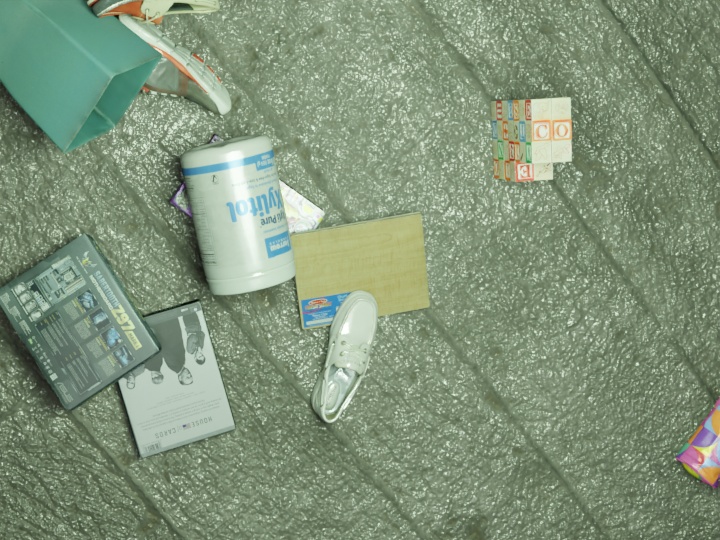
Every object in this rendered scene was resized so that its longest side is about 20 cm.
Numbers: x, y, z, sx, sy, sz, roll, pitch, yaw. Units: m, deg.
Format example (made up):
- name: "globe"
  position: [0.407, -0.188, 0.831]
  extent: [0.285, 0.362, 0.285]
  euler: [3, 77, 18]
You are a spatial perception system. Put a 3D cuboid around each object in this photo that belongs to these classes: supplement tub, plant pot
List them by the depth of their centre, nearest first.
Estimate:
- name: "plant pot"
  position: [-0.404, -0.290, 1.625]
  extent: [0.200, 0.141, 0.141]
  euler: [42, 118, 0]
- name: "supplement tub"
  position: [-0.169, -0.079, 1.686]
  extent: [0.130, 0.132, 0.202]
  euler: [-14, 101, -7]

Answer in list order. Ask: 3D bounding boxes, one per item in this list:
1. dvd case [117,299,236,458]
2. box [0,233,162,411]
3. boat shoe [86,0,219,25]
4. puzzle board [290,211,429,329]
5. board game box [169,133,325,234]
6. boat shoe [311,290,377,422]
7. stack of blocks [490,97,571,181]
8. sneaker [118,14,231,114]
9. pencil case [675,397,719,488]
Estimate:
- name: "dvd case"
  position: [-0.280, 0.159, 1.780]
  extent: [0.149, 0.025, 0.202]
  euler: [-16, 100, -7]
- name: "box"
  position: [-0.399, 0.073, 1.719]
  extent: [0.157, 0.051, 0.201]
  euler: [-34, 90, -3]
- name: "boat shoe"
  position: [-0.279, -0.369, 1.656]
  extent: [0.199, 0.071, 0.063]
  euler: [-24, 100, -39]
- name: "puzzle board"
  position: [0.000, 0.000, 1.793]
  extent: [0.197, 0.017, 0.152]
  euler: [-10, 113, -7]
- name: "board game box"
  position: [-0.163, -0.093, 1.765]
  extent: [0.199, 0.032, 0.121]
  euler: [34, 95, -12]
- name: "boat shoe"
  position: [-0.016, 0.131, 1.789]
  extent: [0.070, 0.069, 0.202]
  euler: [14, 99, -14]
- name: "stack of blocks"
  position: [0.242, -0.186, 1.728]
  extent: [0.058, 0.200, 0.117]
  euler: [-4, 97, -9]
- name: "sneaker"
  position: [-0.273, -0.276, 1.709]
  extent: [0.199, 0.077, 0.082]
  euler: [39, 108, -6]
- name: "pencil case"
  position: [0.583, 0.243, 1.902]
  extent: [0.088, 0.088, 0.201]
  euler: [39, 90, -12]
